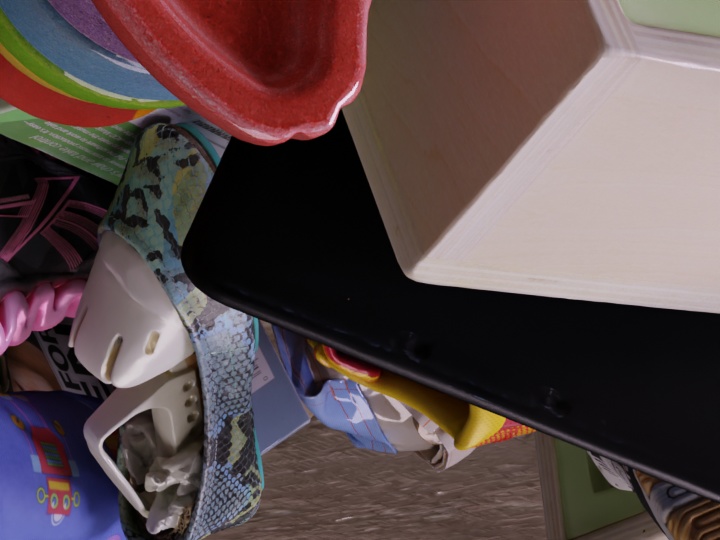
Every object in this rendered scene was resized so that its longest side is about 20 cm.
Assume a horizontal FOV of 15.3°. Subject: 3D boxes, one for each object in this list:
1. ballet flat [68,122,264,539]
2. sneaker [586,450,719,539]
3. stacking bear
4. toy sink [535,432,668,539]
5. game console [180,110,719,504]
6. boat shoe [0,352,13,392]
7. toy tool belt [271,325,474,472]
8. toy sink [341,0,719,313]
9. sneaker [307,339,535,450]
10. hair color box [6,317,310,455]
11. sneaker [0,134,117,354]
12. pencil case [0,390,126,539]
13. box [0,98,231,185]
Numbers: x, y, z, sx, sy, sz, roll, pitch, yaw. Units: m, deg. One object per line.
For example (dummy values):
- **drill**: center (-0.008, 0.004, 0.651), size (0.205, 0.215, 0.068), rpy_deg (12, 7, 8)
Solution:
- **ballet flat**: center (-0.074, 0.036, 0.994), size (0.074, 0.075, 0.201), rpy_deg (-7, 133, 0)
- **sneaker**: center (0.125, 0.061, 1.018), size (0.075, 0.201, 0.088), rpy_deg (-16, 133, -8)
- **stacking bear**: center (-0.064, -0.092, 0.755), size (0.113, 0.122, 0.200), rpy_deg (37, 161, -14)
- **toy sink**: center (0.182, 0.070, 1.346), size (0.111, 0.131, 0.200), rpy_deg (4, 162, -32)
- **game console**: center (0.042, 0.013, 0.887), size (0.199, 0.117, 0.176), rpy_deg (22, 161, -1)
- **boat shoe**: center (-0.182, 0.028, 1.107), size (0.071, 0.061, 0.202), rpy_deg (20, 138, 17)
- **toy tool belt**: center (-0.002, 0.027, 1.166), size (0.122, 0.126, 0.200), rpy_deg (-18, 162, 8)
- **toy sink**: center (0.099, -0.072, 0.803), size (0.199, 0.131, 0.112), rpy_deg (7, 140, -36)
- **sneaker**: center (0.000, 0.000, 1.023), size (0.077, 0.074, 0.200), rpy_deg (-14, -148, -39)
- **hair color box**: center (-0.119, 0.050, 1.172), size (0.060, 0.100, 0.199), rpy_deg (-32, -171, -37)
- **sneaker**: center (-0.133, -0.026, 1.008), size (0.078, 0.096, 0.200), rpy_deg (-1, -167, 25)
- **pencil case**: center (-0.154, 0.083, 1.028), size (0.086, 0.079, 0.200), rpy_deg (-13, 170, 19)
- **box**: center (-0.022, -0.074, 0.961), size (0.199, 0.037, 0.144), rpy_deg (-15, 162, 22)
